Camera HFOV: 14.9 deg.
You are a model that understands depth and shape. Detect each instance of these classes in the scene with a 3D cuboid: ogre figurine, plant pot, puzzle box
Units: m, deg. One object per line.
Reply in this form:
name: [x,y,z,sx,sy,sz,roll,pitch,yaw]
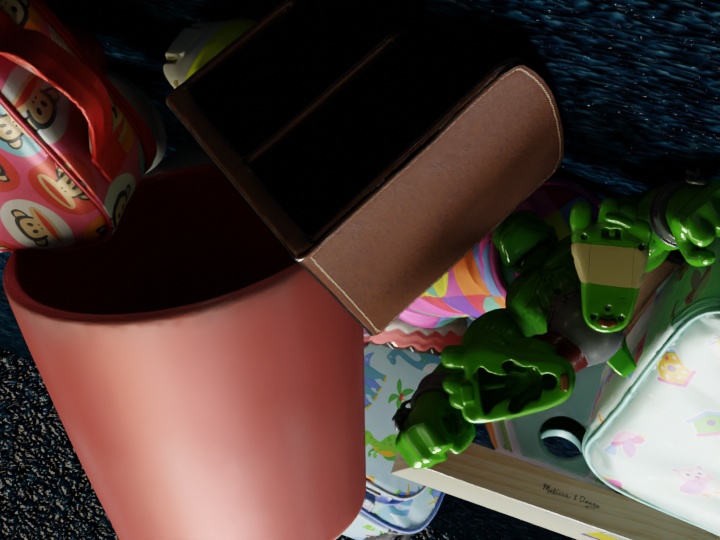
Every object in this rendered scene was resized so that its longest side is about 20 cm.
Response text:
ogre figurine: [0.102,0.019,1.387,0.098,0.201,0.120,30,-170,0]
plant pot: [-0.080,0.059,1.508,0.199,0.178,0.201,-10,-157,4]
puzzle box: [0.122,0.141,1.663,0.199,0.026,0.133,20,171,-5]

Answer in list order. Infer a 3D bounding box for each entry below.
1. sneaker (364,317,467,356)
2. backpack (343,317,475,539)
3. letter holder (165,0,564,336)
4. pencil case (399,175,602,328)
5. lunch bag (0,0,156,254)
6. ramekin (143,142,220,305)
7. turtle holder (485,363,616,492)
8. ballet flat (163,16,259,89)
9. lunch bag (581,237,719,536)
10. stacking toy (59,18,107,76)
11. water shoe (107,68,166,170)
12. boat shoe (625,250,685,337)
sneaker: [0.000,0.000,1.666,0.073,0.087,0.200,14,-175,34]
backpack: [-0.015,0.072,1.915,0.199,0.184,0.147,27,162,-5]
letter holder: [0.012,-0.067,1.313,0.101,0.142,0.200,50,-179,15]
pencil case: [0.072,-0.008,1.543,0.088,0.089,0.200,22,173,-20]
lunch bag: [-0.203,-0.094,1.427,0.175,0.082,0.200,-2,138,40]
ramekin: [-0.105,0.011,1.693,0.094,0.203,0.202,38,176,15]
turtle holder: [0.155,0.074,1.695,0.185,0.133,0.141,22,170,-19]
ballet flat: [-0.066,-0.093,1.402,0.067,0.067,0.200,39,177,11]
lunch bag: [0.220,0.068,1.466,0.160,0.077,0.200,27,143,-5]
stacking toy: [-0.225,-0.118,1.550,0.199,0.086,0.085,7,167,31]
water shoe: [-0.166,-0.092,1.658,0.079,0.072,0.199,-10,-169,-40]
boat shoe: [0.211,0.035,1.558,0.199,0.072,0.065,25,-154,1]
